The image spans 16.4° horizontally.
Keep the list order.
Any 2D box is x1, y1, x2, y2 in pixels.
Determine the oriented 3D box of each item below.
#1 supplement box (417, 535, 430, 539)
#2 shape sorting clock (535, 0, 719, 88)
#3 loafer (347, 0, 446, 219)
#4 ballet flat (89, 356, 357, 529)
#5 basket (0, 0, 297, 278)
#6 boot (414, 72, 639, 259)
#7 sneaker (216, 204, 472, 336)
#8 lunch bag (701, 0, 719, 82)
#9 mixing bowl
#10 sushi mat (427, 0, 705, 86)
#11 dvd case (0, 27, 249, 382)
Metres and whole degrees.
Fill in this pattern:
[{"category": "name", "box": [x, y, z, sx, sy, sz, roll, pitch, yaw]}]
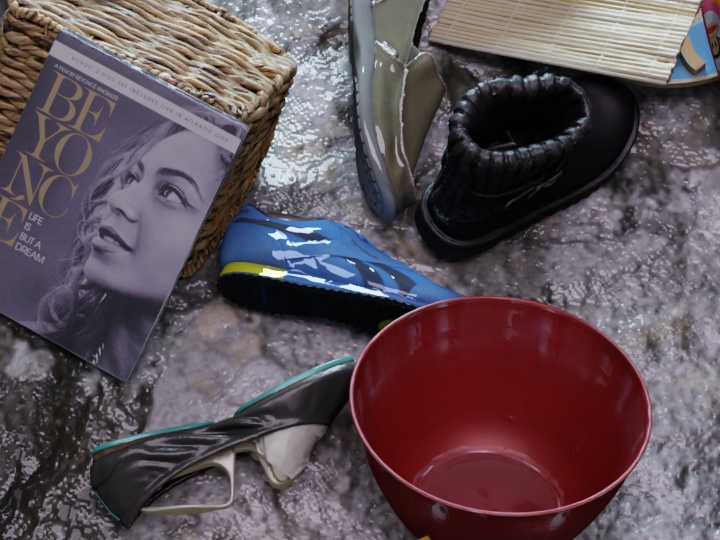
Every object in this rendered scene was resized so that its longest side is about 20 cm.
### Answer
[{"category": "supplement box", "box": [0.002, 0.313, 1.561, 0.197, 0.133, 0.200, -25, 69, -17]}, {"category": "shape sorting clock", "box": [0.227, -0.225, 1.891, 0.199, 0.039, 0.201, 0, 58, 0]}, {"category": "loafer", "box": [0.029, -0.131, 1.814, 0.069, 0.075, 0.201, -3, 64, -2]}, {"category": "ballet flat", "box": [-0.084, 0.123, 1.689, 0.199, 0.068, 0.069, -20, 77, -4]}, {"category": "basket", "box": [-0.163, -0.117, 1.796, 0.199, 0.149, 0.143, 25, 31, 7]}, {"category": "boot", "box": [0.135, -0.100, 1.761, 0.211, 0.158, 0.079, -38, 75, -26]}, {"category": "sneaker", "box": [0.000, 0.000, 1.753, 0.199, 0.066, 0.079, 14, 60, 2]}, {"category": "lunch bag", "box": [0.359, -0.157, 1.840, 0.199, 0.082, 0.177, -11, 84, -21]}, {"category": "mixing bowl", "box": [0.088, 0.124, 1.662, 0.199, 0.109, 0.201, 3, 42, -3]}, {"category": "sushi mat", "box": [0.153, -0.192, 1.845, 0.199, 0.012, 0.096, 13, 68, 27]}, {"category": "dvd case", "box": [-0.182, -0.044, 1.714, 0.148, 0.016, 0.201, 28, 103, 7]}]
